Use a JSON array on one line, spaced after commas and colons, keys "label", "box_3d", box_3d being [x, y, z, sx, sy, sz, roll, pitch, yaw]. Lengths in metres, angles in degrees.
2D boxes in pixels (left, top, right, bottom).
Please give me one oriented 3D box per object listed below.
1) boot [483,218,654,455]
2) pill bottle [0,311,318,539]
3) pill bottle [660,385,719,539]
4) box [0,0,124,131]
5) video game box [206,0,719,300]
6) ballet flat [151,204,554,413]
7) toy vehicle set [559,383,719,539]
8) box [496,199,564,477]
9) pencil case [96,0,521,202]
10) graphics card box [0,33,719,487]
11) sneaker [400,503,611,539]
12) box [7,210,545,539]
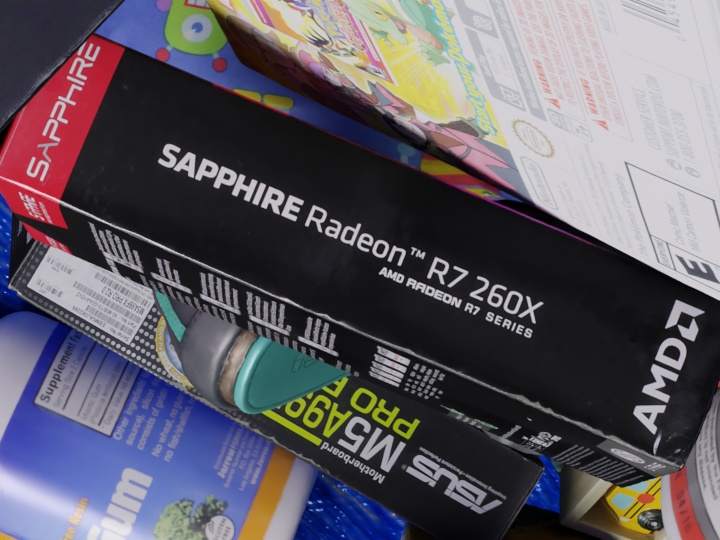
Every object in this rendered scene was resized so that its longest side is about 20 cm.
[{"label": "boot", "box_3d": [0.073, -0.026, 0.805, 0.164, 0.066, 0.201, -4, 138, -29]}, {"label": "pill bottle", "box_3d": [-0.126, 0.086, 1.131, 0.199, 0.113, 0.112, 23, 146, -3]}, {"label": "pill bottle", "box_3d": [0.191, 0.041, 0.807, 0.115, 0.116, 0.200, 29, 135, -11]}, {"label": "box", "box_3d": [-0.133, -0.114, 0.578, 0.182, 0.104, 0.200, 44, 167, -11]}, {"label": "video game box", "box_3d": [0.023, -0.081, 0.603, 0.181, 0.047, 0.200, 25, 162, 26]}, {"label": "ballet flat", "box_3d": [0.006, 0.002, 0.870, 0.073, 0.074, 0.199, -15, 176, 42]}, {"label": "toy vehicle set", "box_3d": [0.172, 0.048, 0.928, 0.123, 0.027, 0.200, 19, 136, -16]}, {"label": "box", "box_3d": [0.113, 0.015, 0.968, 0.143, 0.036, 0.200, 0, 139, 29]}, {"label": "pencil case", "box_3d": [-0.017, -0.074, 0.880, 0.199, 0.088, 0.078, 7, 168, 23]}, {"label": "graphics card box", "box_3d": [0.000, 0.000, 0.723, 0.199, 0.051, 0.125, 24, 172, 2]}, {"label": "sneaker", "box_3d": [0.035, 0.141, 0.952, 0.075, 0.200, 0.089, 15, 104, 28]}, {"label": "box", "box_3d": [-0.036, 0.020, 0.966, 0.199, 0.044, 0.160, 31, -172, -14]}]
